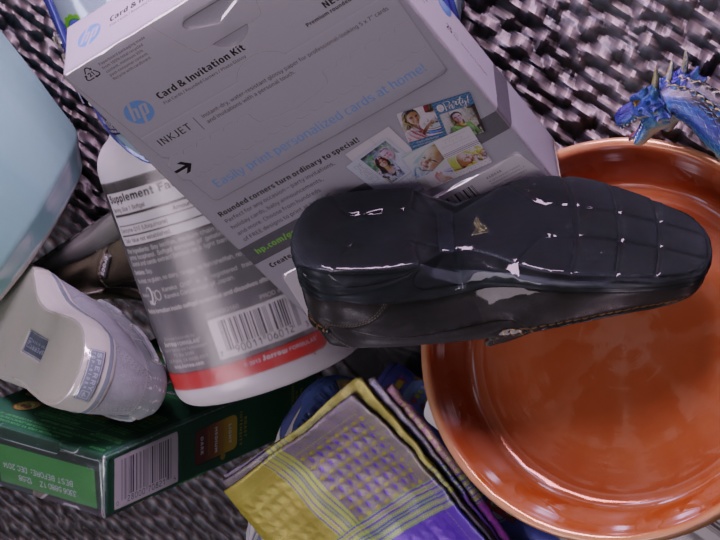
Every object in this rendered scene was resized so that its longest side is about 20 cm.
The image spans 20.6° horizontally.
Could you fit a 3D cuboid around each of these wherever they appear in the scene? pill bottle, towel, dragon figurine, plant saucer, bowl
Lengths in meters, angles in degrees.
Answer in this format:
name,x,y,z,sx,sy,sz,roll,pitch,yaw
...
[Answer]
name,x,y,z,sx,sy,sz,roll,pitch,yaw
pill bottle,-0.080,-0.035,1.117,0.116,0.116,0.201,-11,100,46
pill bottle,0.140,0.098,1.043,0.200,0.114,0.114,36,139,15
towel,0.019,0.163,1.107,0.143,0.023,0.200,-34,94,36
dragon figurine,0.204,-0.072,0.888,0.200,0.059,0.100,-18,109,50
plant saucer,0.128,0.035,0.976,0.200,0.201,0.032,27,180,23
bowl,-0.247,-0.049,1.238,0.105,0.201,0.201,34,144,-16

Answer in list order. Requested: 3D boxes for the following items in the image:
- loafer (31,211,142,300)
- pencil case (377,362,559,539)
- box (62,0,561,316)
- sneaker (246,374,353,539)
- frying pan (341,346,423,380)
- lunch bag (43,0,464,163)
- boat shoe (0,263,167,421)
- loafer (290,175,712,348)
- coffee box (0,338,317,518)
name,x,y,z,sx,sy,sz,roll,pitch,yaw
loafer,-0.148,-0.003,1.251,0.200,0.075,0.070,-29,97,50
pencil case,0.083,0.130,1.131,0.199,0.078,0.087,29,165,7
box,-0.020,-0.077,0.948,0.156,0.041,0.200,-28,131,21
sneaker,-0.042,0.147,1.245,0.088,0.075,0.201,-132,49,-56
frying pan,0.014,0.006,1.152,0.115,0.031,0.191,18,136,30
lunch bag,-0.059,-0.153,0.980,0.199,0.083,0.161,-15,114,13
boat shoe,-0.169,0.049,1.181,0.071,0.070,0.201,22,-178,-27
loafer,0.068,0.002,0.957,0.199,0.073,0.072,2,136,7
coffee box,-0.131,0.091,1.216,0.123,0.200,0.044,11,110,34
